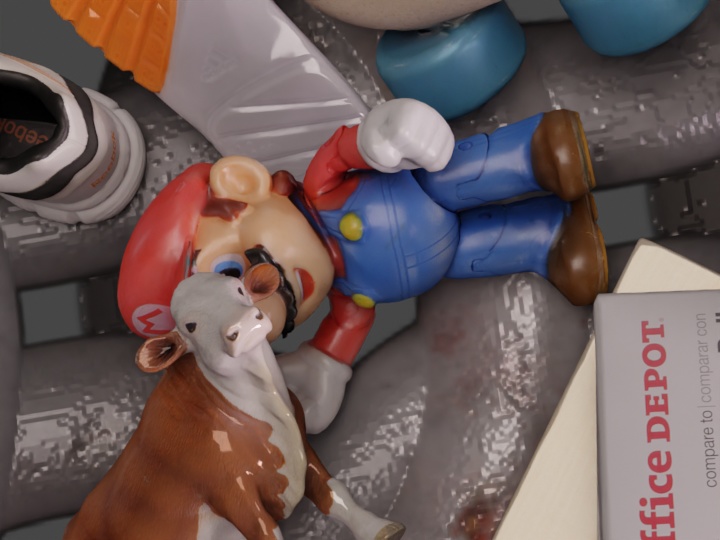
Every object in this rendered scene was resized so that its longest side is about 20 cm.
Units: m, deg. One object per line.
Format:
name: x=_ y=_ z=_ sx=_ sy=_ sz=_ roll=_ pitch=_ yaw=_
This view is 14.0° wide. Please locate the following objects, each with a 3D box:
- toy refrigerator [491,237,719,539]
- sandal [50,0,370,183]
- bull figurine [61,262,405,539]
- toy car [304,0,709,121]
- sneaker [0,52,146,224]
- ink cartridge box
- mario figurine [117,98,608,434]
toy refrigerator: x=0.100 y=0.097 z=1.166 sx=0.076 sy=0.070 sz=0.201 roll=25 pitch=84 yaw=8
sandal: x=-0.065 y=-0.104 z=1.252 sx=0.079 sy=0.059 sz=0.207 roll=-40 pitch=94 yaw=17
bull figurine: x=-0.056 y=0.090 z=1.156 sx=0.065 sy=0.200 sz=0.122 roll=-23 pitch=67 yaw=-42
toy car: x=0.053 y=-0.202 z=1.216 sx=0.176 sy=0.185 sz=0.200 roll=-19 pitch=31 yaw=30
sneaker: x=-0.191 y=-0.078 z=1.255 sx=0.199 sy=0.080 sz=0.074 roll=14 pitch=83 yaw=15
ink cartridge box: x=0.183 y=0.085 z=1.055 sx=0.199 sy=0.088 sz=0.146 roll=-3 pitch=51 yaw=6
mario figurine: x=0.000 y=0.000 z=1.183 sx=0.199 sy=0.106 sz=0.124 roll=-11 pitch=89 yaw=3
